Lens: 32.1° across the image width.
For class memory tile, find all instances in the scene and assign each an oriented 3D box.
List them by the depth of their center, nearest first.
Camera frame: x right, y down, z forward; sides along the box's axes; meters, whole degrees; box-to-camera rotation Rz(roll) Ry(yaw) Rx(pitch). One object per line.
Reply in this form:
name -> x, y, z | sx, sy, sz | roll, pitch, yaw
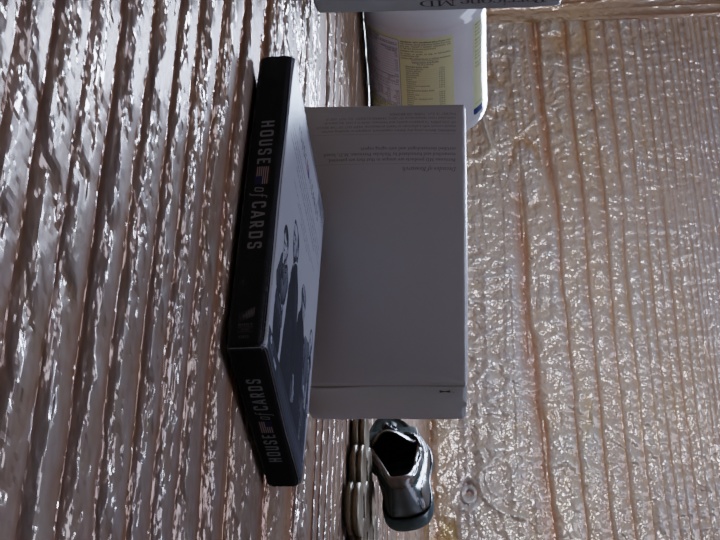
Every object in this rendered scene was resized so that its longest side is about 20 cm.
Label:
memory tile -> 0.002, 0.254, 1.254 | 0.154, 0.017, 0.201 | -84, 171, -54

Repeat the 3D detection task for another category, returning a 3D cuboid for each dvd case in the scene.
dvd case -> -0.046, 0.000, 0.726 | 0.151, 0.024, 0.201 | 82, 8, -53

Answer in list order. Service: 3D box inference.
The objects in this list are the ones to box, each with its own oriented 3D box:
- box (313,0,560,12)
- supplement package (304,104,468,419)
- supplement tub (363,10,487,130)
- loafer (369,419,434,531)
box -> 0.055, -0.309, 0.925 | 0.131, 0.197, 0.202 | 60, 30, -78
supplement package -> 0.017, -0.003, 0.894 | 0.121, 0.118, 0.202 | 77, 13, -72
supplement tub -> 0.076, -0.270, 1.462 | 0.146, 0.143, 0.201 | -84, 172, -51
loafer -> 0.042, 0.199, 1.340 | 0.200, 0.071, 0.063 | -106, -177, -67
